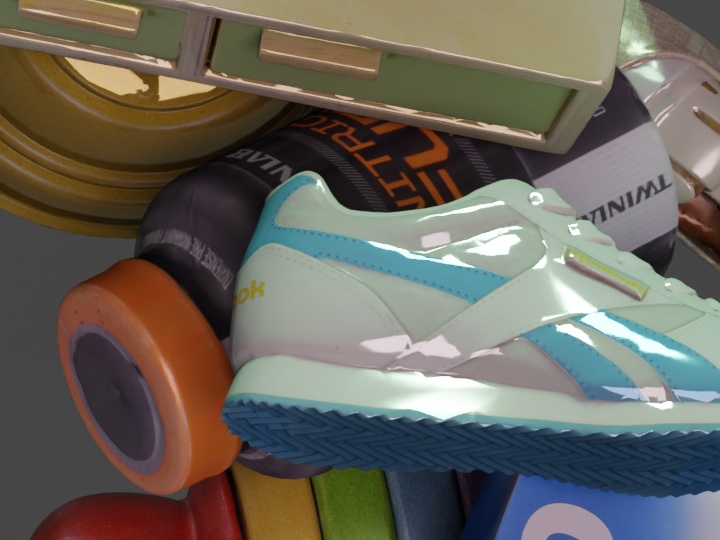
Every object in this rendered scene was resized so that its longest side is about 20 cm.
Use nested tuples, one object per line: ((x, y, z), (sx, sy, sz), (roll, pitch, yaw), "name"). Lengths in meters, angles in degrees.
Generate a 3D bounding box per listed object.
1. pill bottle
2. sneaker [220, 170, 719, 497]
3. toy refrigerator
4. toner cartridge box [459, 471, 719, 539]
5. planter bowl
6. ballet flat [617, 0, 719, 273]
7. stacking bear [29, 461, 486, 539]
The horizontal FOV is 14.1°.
((0.000, 0.000, 0.955), (0.199, 0.106, 0.107), (-27, 106, -30), "pill bottle")
((0.062, 0.018, 0.848), (0.199, 0.077, 0.081), (7, 70, -6), "sneaker")
((-0.023, -0.090, 0.884), (0.199, 0.076, 0.070), (11, 76, -5), "toy refrigerator")
((0.073, 0.110, 0.897), (0.095, 0.043, 0.201), (24, 78, -11), "toner cartridge box")
((-0.071, -0.103, 0.975), (0.199, 0.083, 0.202), (-2, 101, -12), "planter bowl")
((0.136, -0.032, 1.042), (0.200, 0.062, 0.068), (38, 90, -15), "ballet flat")
((-0.020, 0.106, 1.010), (0.199, 0.121, 0.115), (-9, 88, -9), "stacking bear")
